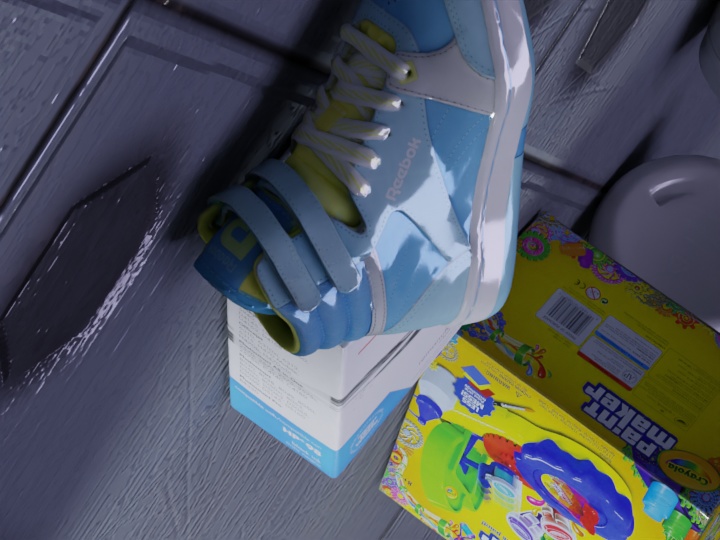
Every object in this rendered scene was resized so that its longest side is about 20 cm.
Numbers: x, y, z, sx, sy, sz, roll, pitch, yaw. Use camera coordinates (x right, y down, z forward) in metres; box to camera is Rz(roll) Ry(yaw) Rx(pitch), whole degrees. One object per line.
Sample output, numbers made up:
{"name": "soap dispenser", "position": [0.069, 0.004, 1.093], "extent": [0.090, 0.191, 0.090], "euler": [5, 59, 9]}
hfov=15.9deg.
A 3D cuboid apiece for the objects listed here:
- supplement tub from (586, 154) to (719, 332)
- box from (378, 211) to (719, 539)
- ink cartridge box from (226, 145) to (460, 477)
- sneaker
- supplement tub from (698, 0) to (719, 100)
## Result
{"name": "supplement tub", "position": [0.219, 0.025, 1.815], "extent": [0.145, 0.145, 0.200], "euler": [-49, 166, -24]}
{"name": "box", "position": [0.141, 0.108, 1.621], "extent": [0.122, 0.199, 0.193], "euler": [-45, 163, -35]}
{"name": "ink cartridge box", "position": [0.000, 0.000, 1.146], "extent": [0.116, 0.067, 0.200], "euler": [-49, 166, -20]}
{"name": "sneaker", "position": [-0.005, -0.050, 0.994], "extent": [0.130, 0.079, 0.201], "euler": [-18, 125, -24]}
{"name": "supplement tub", "position": [0.310, -0.190, 1.633], "extent": [0.132, 0.132, 0.201], "euler": [-40, 161, -48]}
